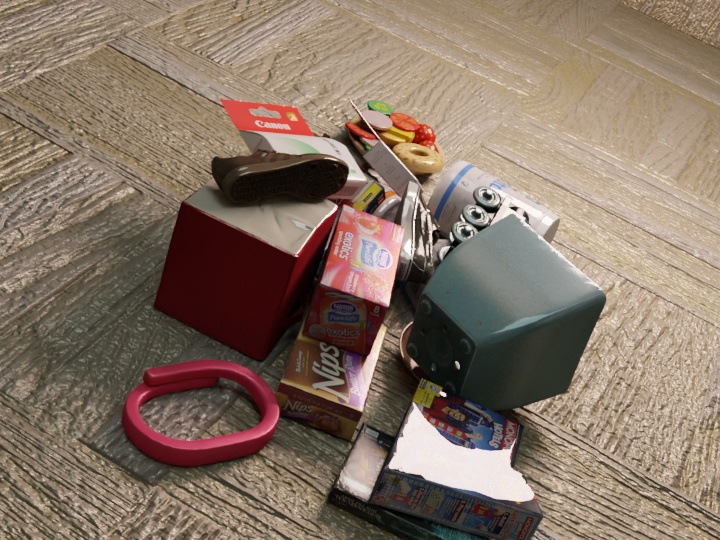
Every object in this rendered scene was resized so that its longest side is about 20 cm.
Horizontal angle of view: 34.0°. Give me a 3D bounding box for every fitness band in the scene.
[{"bbox_3d":[-0.196,0.175,1.452,0.199,0.038,0.144,-7,45,-36],"label":"fitness band"}]

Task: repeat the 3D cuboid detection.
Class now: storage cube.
[{"bbox_3d":[-0.154,-0.020,1.622,0.199,0.181,0.171,25,33,7],"label":"storage cube"}]

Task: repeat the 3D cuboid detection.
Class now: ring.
[{"bbox_3d":[-0.044,-0.198,1.985,0.200,0.019,0.200,35,-4,3],"label":"ring"}]

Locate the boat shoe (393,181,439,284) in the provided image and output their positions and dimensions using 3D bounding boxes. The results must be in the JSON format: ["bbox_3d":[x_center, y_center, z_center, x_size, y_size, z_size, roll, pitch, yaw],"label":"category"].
[{"bbox_3d":[0.084,-0.054,1.769,0.063,0.071,0.201,14,45,-8],"label":"boat shoe"}]

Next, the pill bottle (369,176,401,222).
[{"bbox_3d":[-0.036,-0.117,1.892,0.199,0.115,0.114,36,35,20],"label":"pill bottle"}]

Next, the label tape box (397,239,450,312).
[{"bbox_3d":[0.162,0.016,1.860,0.198,0.066,0.144,1,38,-27],"label":"label tape box"}]

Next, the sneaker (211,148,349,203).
[{"bbox_3d":[-0.108,-0.140,1.592,0.199,0.071,0.076,-6,41,-37],"label":"sneaker"}]

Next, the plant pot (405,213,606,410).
[{"bbox_3d":[0.178,0.076,1.612,0.199,0.197,0.196,-21,51,-35],"label":"plant pot"}]

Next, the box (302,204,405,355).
[{"bbox_3d":[-0.007,0.011,1.631,0.099,0.096,0.201,20,36,-3],"label":"box"}]

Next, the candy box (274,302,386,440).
[{"bbox_3d":[-0.040,0.130,1.585,0.116,0.057,0.200,21,31,-1],"label":"candy box"}]

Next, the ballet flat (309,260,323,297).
[{"bbox_3d":[0.000,0.000,1.779,0.199,0.068,0.068,-15,49,-31],"label":"ballet flat"}]

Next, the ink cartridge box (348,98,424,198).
[{"bbox_3d":[0.032,-0.193,1.972,0.176,0.045,0.200,49,4,5],"label":"ink cartridge box"}]

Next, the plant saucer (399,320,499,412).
[{"bbox_3d":[0.144,0.143,1.692,0.199,0.037,0.201,15,34,-10],"label":"plant saucer"}]

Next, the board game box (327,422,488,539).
[{"bbox_3d":[0.070,0.278,1.459,0.199,0.028,0.135,25,33,4],"label":"board game box"}]

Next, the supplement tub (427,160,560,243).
[{"bbox_3d":[0.219,-0.084,1.977,0.199,0.133,0.132,31,34,15],"label":"supplement tub"}]

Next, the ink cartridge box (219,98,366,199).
[{"bbox_3d":[-0.099,-0.194,1.752,0.160,0.050,0.201,-1,52,-45],"label":"ink cartridge box"}]

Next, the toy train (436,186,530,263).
[{"bbox_3d":[0.196,-0.048,1.828,0.113,0.085,0.200,31,44,3],"label":"toy train"}]

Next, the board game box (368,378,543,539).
[{"bbox_3d":[0.133,0.248,1.457,0.199,0.062,0.200,26,32,4],"label":"board game box"}]

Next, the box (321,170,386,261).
[{"bbox_3d":[-0.076,-0.086,1.794,0.136,0.038,0.200,36,71,22],"label":"box"}]

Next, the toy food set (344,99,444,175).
[{"bbox_3d":[0.067,-0.244,2.196,0.197,0.049,0.200,21,33,-1],"label":"toy food set"}]
